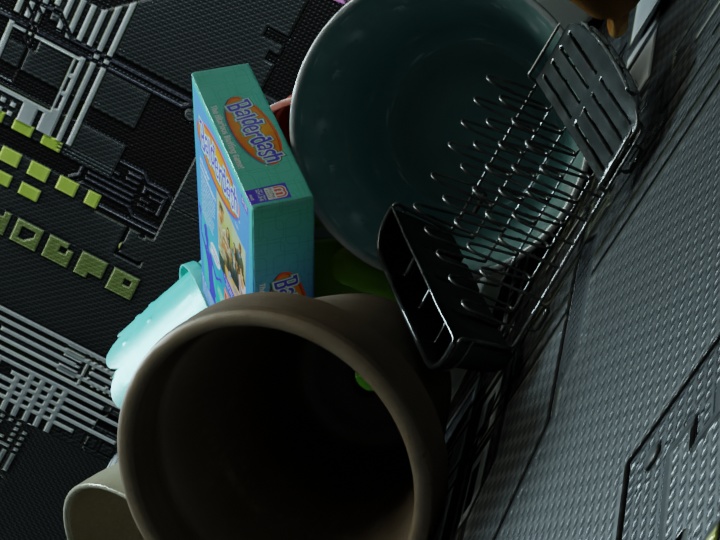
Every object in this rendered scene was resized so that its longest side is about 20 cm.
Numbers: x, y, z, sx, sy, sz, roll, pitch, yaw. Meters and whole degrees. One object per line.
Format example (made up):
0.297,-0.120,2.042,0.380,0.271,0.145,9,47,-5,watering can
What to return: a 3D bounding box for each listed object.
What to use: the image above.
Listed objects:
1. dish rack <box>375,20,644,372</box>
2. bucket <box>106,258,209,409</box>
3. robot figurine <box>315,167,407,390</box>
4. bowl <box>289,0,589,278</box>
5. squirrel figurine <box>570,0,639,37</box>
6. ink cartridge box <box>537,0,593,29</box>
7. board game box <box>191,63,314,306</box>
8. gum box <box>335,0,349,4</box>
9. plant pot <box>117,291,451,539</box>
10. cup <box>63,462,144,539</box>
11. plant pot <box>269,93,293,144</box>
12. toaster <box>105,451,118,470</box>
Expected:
0.090,-0.050,1.239,0.200,0.054,0.153,-60,29,23,dish rack
-0.083,0.076,1.651,0.135,0.207,0.207,-47,11,26,bucket
0.000,0.000,1.492,0.175,0.116,0.200,-99,-1,-79,robot figurine
0.065,-0.094,1.380,0.201,0.201,0.105,-62,-14,11,bowl
0.145,-0.244,1.421,0.200,0.141,0.187,-18,56,37,squirrel figurine
0.110,-0.196,1.685,0.146,0.084,0.200,-43,6,1,ink cartridge box
-0.073,-0.016,1.432,0.152,0.045,0.200,-116,19,-44,board game box
0.050,-0.282,1.631,0.200,0.066,0.114,-27,17,-7,gum box
-0.022,0.094,1.273,0.200,0.200,0.175,-60,-11,25,plant pot
-0.078,0.183,1.398,0.143,0.200,0.200,-38,-8,-30,cup
0.008,-0.131,2.107,0.201,0.201,0.195,-59,-2,39,plant pot
-0.150,0.249,1.661,0.200,0.181,0.119,-67,5,-34,toaster
